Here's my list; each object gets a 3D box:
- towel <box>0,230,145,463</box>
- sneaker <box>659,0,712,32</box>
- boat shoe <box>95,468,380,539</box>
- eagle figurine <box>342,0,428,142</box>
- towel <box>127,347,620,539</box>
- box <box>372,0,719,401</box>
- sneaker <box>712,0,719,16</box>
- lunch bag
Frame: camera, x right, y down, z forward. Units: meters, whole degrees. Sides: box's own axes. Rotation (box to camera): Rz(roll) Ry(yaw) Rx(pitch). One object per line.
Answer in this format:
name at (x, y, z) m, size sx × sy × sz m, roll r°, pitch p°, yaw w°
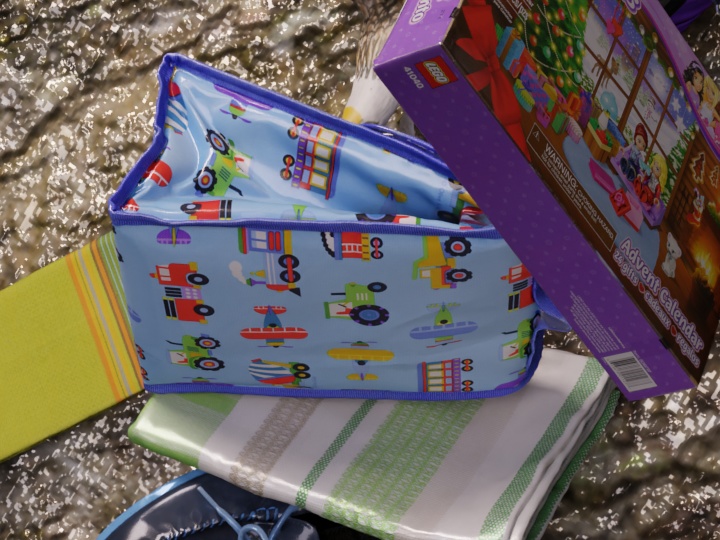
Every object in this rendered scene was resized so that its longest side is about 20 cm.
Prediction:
towel at (-0.159, 0.041, 1.277) m, size 0.199 × 0.018 × 0.087 m, roll -26°, pitch 74°, yaw 18°
sneaker at (0.135, -0.146, 1.132) m, size 0.200 × 0.099 × 0.070 m, roll -41°, pitch 74°, yaw 15°
boat shoe at (-0.031, 0.123, 1.150) m, size 0.199 × 0.085 × 0.069 m, roll -21°, pitch 46°, yaw -7°
eagle figurine at (0.038, -0.094, 1.127) m, size 0.151 × 0.152 × 0.200 m, roll -39°, pitch 118°, yaw 7°
towel at (0.009, 0.063, 1.153) m, size 0.199 × 0.149 × 0.031 m, roll 17°, pitch 129°, yaw 19°
box at (0.094, -0.063, 1.016) m, size 0.039 × 0.200 × 0.137 m, roll -14°, pitch 38°, yaw 38°
sneaker at (0.188, -0.122, 1.072) m, size 0.084 × 0.077 × 0.202 m, roll -2°, pitch 113°, yaw 0°
lunch bag at (0.000, 0.000, 1.089) m, size 0.198 × 0.151 × 0.095 m, roll 12°, pitch 59°, yaw 9°
